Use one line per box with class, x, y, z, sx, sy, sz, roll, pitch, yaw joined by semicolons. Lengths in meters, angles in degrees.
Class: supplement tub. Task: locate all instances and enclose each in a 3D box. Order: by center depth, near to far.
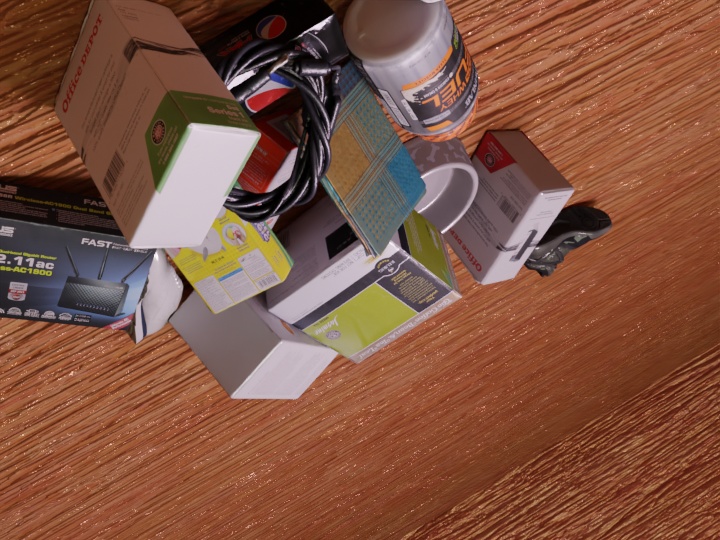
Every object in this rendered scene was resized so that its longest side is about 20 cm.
supplement tub;0.068;-0.243;0.973;0.122;0.123;0.200;-38;150;7

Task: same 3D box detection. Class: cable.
cable;-0.102;-0.136;0.857;0.162;0.051;0.201;-1;125;-37

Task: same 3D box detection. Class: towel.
towel;0.000;-0.136;0.993;0.201;0.022;0.147;56;51;-24

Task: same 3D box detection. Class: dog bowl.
dog bowl;0.092;-0.113;1.243;0.199;0.059;0.201;-25;149;-17

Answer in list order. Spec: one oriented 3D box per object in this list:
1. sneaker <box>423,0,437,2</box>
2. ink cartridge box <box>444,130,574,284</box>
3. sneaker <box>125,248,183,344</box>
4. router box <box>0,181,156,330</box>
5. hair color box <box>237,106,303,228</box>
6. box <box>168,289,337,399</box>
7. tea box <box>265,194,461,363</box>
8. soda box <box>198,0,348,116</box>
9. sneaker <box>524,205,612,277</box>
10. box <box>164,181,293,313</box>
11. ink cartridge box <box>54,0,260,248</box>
sneaker;0.117;-0.354;0.837;0.199;0.147;0.081;-35;150;2
ink cartridge box;0.223;-0.099;1.304;0.083;0.145;0.201;-8;141;-37
sneaker;-0.271;0.012;1.065;0.080;0.077;0.200;-24;156;-33
router box;-0.337;-0.013;0.910;0.198;0.062;0.150;8;131;-27
hair color box;-0.130;-0.097;1.009;0.201;0.061;0.101;-57;172;32
box;-0.146;0.093;1.169;0.106;0.152;0.200;-48;158;9
tea box;0.000;0.000;1.159;0.199;0.134;0.196;-34;132;23
soda box;-0.116;-0.219;0.876;0.199;0.071;0.063;-33;149;-4
sneaker;0.392;-0.056;1.602;0.198;0.077;0.115;-21;149;-16
box;-0.181;-0.055;0.955;0.117;0.048;0.201;-24;113;26
ink cartridge box;-0.200;-0.143;0.779;0.084;0.201;0.146;-3;139;-46
